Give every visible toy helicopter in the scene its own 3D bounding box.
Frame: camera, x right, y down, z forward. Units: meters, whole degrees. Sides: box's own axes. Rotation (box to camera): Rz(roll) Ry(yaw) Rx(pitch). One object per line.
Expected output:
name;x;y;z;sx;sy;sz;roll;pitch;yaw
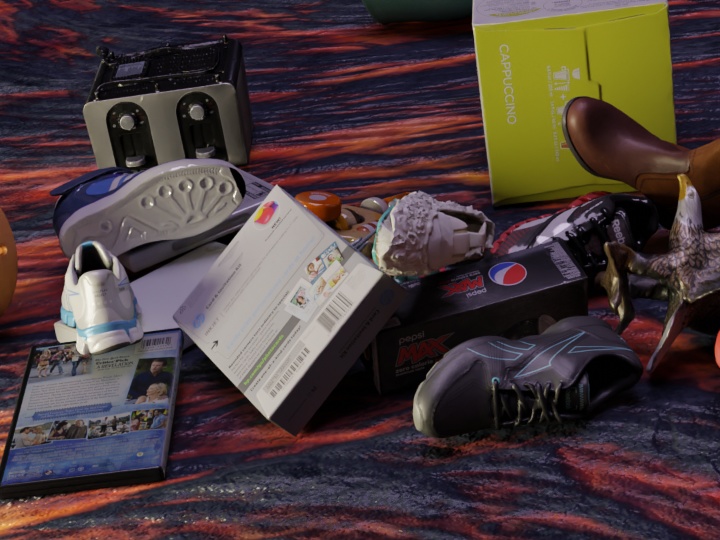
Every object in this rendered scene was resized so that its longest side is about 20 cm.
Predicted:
toy helicopter;0.029;-0.038;1.819;0.198;0.080;0.132;7;19;9

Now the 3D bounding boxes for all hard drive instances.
hard drive;-0.177;0.033;1.768;0.131;0.027;0.199;17;36;43

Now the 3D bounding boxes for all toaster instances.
toaster;-0.222;-0.191;2.146;0.179;0.120;0.200;-7;25;2

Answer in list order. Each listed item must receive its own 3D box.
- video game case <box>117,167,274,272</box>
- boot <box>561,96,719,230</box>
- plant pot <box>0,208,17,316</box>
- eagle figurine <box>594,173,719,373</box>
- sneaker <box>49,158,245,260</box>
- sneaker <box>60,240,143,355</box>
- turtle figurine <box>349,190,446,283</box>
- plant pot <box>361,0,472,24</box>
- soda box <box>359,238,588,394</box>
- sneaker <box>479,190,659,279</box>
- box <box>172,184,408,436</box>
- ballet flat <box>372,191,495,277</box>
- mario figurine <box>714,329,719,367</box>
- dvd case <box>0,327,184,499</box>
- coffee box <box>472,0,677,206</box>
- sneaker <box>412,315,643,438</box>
video game case;-0.192;-0.061;1.941;0.181;0.024;0.200;-23;22;-19
boot;0.295;-0.102;1.670;0.069;0.188;0.200;-50;17;-20
plant pot;-0.423;-0.005;1.763;0.199;0.202;0.139;14;16;40
eagle figurine;0.301;-0.012;1.546;0.198;0.152;0.152;-7;25;0
sneaker;-0.217;-0.081;1.859;0.198;0.081;0.147;-22;26;0
sneaker;-0.238;0.012;1.676;0.074;0.088;0.200;-13;12;-13
turtle figurine;0.000;0.000;1.691;0.198;0.102;0.150;-12;11;23
plant pot;0.091;-0.421;2.458;0.186;0.201;0.200;-15;21;22
soda box;0.097;0.040;1.597;0.198;0.071;0.063;-15;36;-12
sneaker;0.196;-0.022;1.684;0.199;0.071;0.098;-25;10;-32
box;-0.065;0.031;1.595;0.156;0.041;0.200;-52;40;0
ballet flat;0.070;-0.032;1.564;0.071;0.073;0.200;0;6;19
mario figurine;0.373;0.064;1.486;0.198;0.107;0.123;-8;-15;-22
dvd case;-0.229;0.120;1.580;0.141;0.018;0.201;-8;33;5
coffee box;0.223;-0.204;1.925;0.198;0.202;0.198;-5;25;7
sneaker;0.136;0.089;1.483;0.198;0.076;0.079;-20;29;-21
